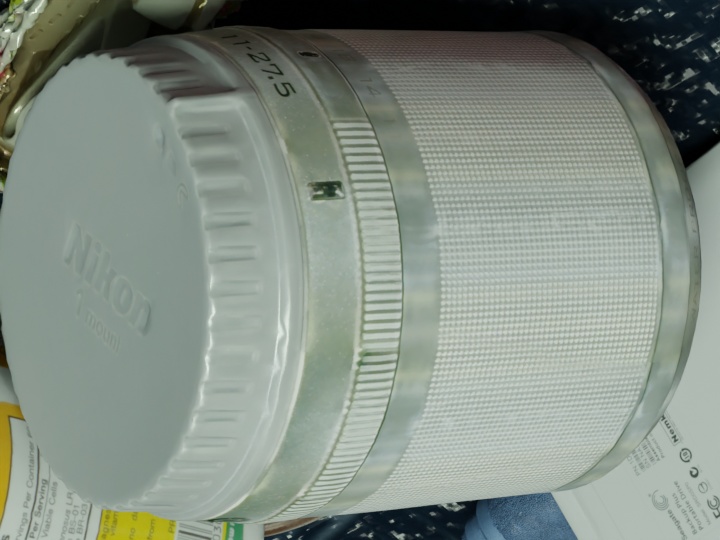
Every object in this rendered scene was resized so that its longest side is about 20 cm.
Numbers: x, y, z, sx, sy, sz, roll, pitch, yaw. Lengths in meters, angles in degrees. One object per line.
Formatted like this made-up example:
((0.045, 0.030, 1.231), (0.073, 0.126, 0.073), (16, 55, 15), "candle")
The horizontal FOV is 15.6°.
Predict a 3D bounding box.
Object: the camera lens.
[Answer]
((0.000, 0.000, 0.874), (0.199, 0.160, 0.160), (-3, 142, -34), "camera lens")

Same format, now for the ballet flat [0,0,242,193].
((-0.074, -0.091, 0.895), (0.075, 0.064, 0.200), (27, 130, -19), "ballet flat")

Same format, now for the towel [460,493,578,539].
((0.139, 0.076, 1.054), (0.111, 0.049, 0.200), (30, 130, -22), "towel")

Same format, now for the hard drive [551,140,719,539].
((0.141, 0.029, 0.964), (0.027, 0.132, 0.200), (-12, 157, -50), "hard drive")

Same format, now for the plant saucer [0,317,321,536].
((-0.067, 0.047, 1.053), (0.200, 0.035, 0.201), (2, 135, 2), "plant saucer")

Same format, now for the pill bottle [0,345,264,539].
((-0.137, 0.081, 0.912), (0.113, 0.113, 0.200), (-31, 148, 30), "pill bottle")
